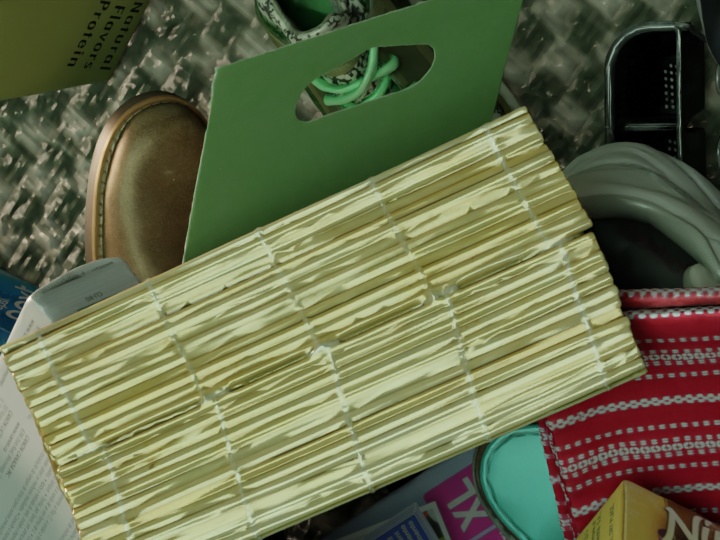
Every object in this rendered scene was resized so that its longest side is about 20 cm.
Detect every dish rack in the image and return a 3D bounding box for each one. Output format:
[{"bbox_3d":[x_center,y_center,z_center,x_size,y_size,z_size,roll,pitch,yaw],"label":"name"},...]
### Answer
[{"bbox_3d":[0.193,-0.018,0.951,0.199,0.055,0.154,1,100,22],"label":"dish rack"}]

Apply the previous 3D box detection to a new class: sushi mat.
[{"bbox_3d":[-0.014,0.029,0.844,0.199,0.012,0.096,-24,76,8],"label":"sushi mat"}]

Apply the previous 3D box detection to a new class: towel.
[{"bbox_3d":[0.137,0.084,0.887,0.144,0.023,0.201,-3,131,15],"label":"towel"}]

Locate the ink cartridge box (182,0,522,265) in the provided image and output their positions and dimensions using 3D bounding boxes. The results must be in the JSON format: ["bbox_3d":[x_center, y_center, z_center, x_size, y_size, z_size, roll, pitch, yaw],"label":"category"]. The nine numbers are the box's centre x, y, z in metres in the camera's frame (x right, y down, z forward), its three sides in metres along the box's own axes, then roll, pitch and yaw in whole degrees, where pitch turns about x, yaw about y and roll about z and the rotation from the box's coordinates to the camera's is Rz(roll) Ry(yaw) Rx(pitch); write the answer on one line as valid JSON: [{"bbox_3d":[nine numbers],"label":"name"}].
[{"bbox_3d":[0.000,0.000,0.928,0.048,0.145,0.200,46,140,29],"label":"ink cartridge box"}]

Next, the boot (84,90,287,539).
[{"bbox_3d":[-0.061,0.027,1.041,0.075,0.073,0.201,16,117,56],"label":"boot"}]

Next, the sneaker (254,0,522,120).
[{"bbox_3d":[-0.002,-0.078,1.002,0.077,0.089,0.200,-34,86,24],"label":"sneaker"}]

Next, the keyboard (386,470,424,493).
[{"bbox_3d":[0.066,0.126,1.047,0.200,0.021,0.127,48,111,10],"label":"keyboard"}]

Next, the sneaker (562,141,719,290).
[{"bbox_3d":[0.140,0.028,0.897,0.199,0.099,0.078,28,107,14],"label":"sneaker"}]

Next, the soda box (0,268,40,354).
[{"bbox_3d":[-0.193,0.026,1.114,0.199,0.064,0.068,25,107,16],"label":"soda box"}]

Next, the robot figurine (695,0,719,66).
[{"bbox_3d":[0.167,-0.138,0.879,0.124,0.150,0.201,-20,63,21],"label":"robot figurine"}]

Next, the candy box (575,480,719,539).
[{"bbox_3d":[0.089,0.178,0.914,0.116,0.057,0.200,26,125,-12],"label":"candy box"}]

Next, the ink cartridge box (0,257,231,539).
[{"bbox_3d":[-0.070,0.118,0.923,0.200,0.050,0.161,51,142,15],"label":"ink cartridge box"}]

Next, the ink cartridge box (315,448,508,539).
[{"bbox_3d":[0.010,0.162,1.045,0.200,0.042,0.120,-35,85,25],"label":"ink cartridge box"}]

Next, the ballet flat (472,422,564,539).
[{"bbox_3d":[0.138,0.104,0.984,0.199,0.064,0.068,20,100,10],"label":"ballet flat"}]

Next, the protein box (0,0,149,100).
[{"bbox_3d":[-0.150,-0.181,0.986,0.135,0.200,0.199,35,110,14],"label":"protein box"}]
